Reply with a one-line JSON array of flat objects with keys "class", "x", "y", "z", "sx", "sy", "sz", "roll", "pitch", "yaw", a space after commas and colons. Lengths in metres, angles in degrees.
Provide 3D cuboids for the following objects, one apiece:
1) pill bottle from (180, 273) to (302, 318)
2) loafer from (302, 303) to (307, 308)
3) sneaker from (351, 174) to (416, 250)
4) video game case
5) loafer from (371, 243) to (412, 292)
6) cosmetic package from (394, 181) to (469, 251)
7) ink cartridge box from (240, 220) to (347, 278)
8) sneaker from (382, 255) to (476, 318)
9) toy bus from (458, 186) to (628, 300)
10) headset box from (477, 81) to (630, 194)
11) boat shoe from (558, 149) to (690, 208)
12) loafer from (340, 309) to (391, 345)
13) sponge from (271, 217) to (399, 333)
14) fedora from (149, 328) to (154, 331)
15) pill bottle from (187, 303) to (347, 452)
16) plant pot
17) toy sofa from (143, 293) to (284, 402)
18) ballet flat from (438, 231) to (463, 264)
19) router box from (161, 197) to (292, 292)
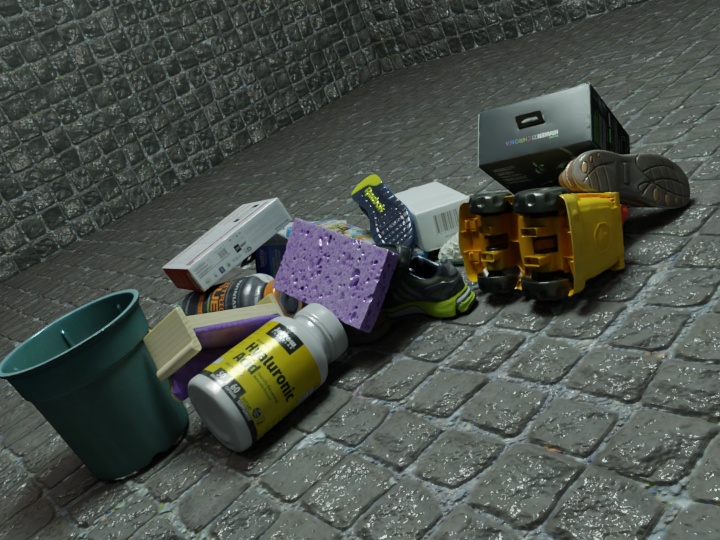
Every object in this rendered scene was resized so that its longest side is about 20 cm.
[{"class": "pill bottle", "x": -0.193, "y": 0.065, "z": 1.117, "sx": 0.199, "sy": 0.107, "sz": 0.106, "roll": -14, "pitch": 22, "yaw": 31}, {"class": "loafer", "x": -0.121, "y": 0.036, "z": 1.176, "sx": 0.199, "sy": 0.069, "sz": 0.076, "roll": -13, "pitch": 23, "yaw": 25}, {"class": "sneaker", "x": 0.052, "y": -0.080, "z": 1.121, "sx": 0.074, "sy": 0.082, "sz": 0.200, "roll": -34, "pitch": 41, "yaw": 10}, {"class": "video game case", "x": -0.004, "y": -0.044, "z": 1.137, "sx": 0.199, "sy": 0.018, "sz": 0.143, "roll": 21, "pitch": 20, "yaw": 27}, {"class": "loafer", "x": 0.000, "y": 0.000, "z": 0.979, "sx": 0.200, "sy": 0.070, "sz": 0.068, "roll": -20, "pitch": 54, "yaw": 56}, {"class": "cosmetic package", "x": 0.125, "y": -0.100, "z": 1.215, "sx": 0.101, "sy": 0.074, "sz": 0.200, "roll": -17, "pitch": 16, "yaw": -4}, {"class": "ink cartridge box", "x": -0.121, "y": -0.038, "z": 1.257, "sx": 0.199, "sy": 0.077, "sz": 0.137, "roll": -1, "pitch": 20, "yaw": -2}, {"class": "sneaker", "x": 0.073, "y": 0.019, "z": 0.993, "sx": 0.199, "sy": 0.081, "sz": 0.074, "roll": -5, "pitch": 27, "yaw": 41}, {"class": "toy bus", "x": 0.258, "y": -0.051, "z": 0.917, "sx": 0.191, "sy": 0.136, "sz": 0.200, "roll": -16, "pitch": 12, "yaw": -32}, {"class": "headset box", "x": 0.292, "y": -0.184, "z": 1.029, "sx": 0.174, "sy": 0.093, "sz": 0.200, "roll": -8, "pitch": -19, "yaw": 37}, {"class": "boat shoe", "x": 0.368, "y": -0.124, "z": 0.949, "sx": 0.199, "sy": 0.076, "sz": 0.072, "roll": 10, "pitch": -9, "yaw": -18}, {"class": "loafer", "x": -0.053, "y": 0.074, "z": 1.006, "sx": 0.199, "sy": 0.071, "sz": 0.073, "roll": -14, "pitch": 22, "yaw": 23}, {"class": "sponge", "x": -0.041, "y": 0.002, "z": 0.952, "sx": 0.200, "sy": 0.030, "sz": 0.112, "roll": 21, "pitch": 92, "yaw": 43}, {"class": "fedora", "x": -0.362, "y": 0.157, "z": 1.116, "sx": 0.200, "sy": 0.082, "sz": 0.201, "roll": -20, "pitch": 21, "yaw": 8}, {"class": "pill bottle", "x": -0.113, "y": 0.129, "z": 0.881, "sx": 0.200, "sy": 0.112, "sz": 0.111, "roll": -38, "pitch": 25, "yaw": -33}, {"class": "plant pot", "x": -0.346, "y": 0.161, "z": 0.927, "sx": 0.199, "sy": 0.197, "sz": 0.200, "roll": -21, "pitch": 20, "yaw": 8}, {"class": "toy sofa", "x": -0.182, "y": 0.100, "z": 0.928, "sx": 0.083, "sy": 0.098, "sz": 0.200, "roll": -38, "pitch": -16, "yaw": 28}, {"class": "ballet flat", "x": 0.203, "y": -0.055, "z": 1.058, "sx": 0.199, "sy": 0.072, "sz": 0.072, "roll": -7, "pitch": 26, "yaw": 40}, {"class": "router box", "x": -0.237, "y": -0.046, "z": 1.196, "sx": 0.200, "sy": 0.049, "sz": 0.179, "roll": -42, "pitch": 19, "yaw": -21}]
